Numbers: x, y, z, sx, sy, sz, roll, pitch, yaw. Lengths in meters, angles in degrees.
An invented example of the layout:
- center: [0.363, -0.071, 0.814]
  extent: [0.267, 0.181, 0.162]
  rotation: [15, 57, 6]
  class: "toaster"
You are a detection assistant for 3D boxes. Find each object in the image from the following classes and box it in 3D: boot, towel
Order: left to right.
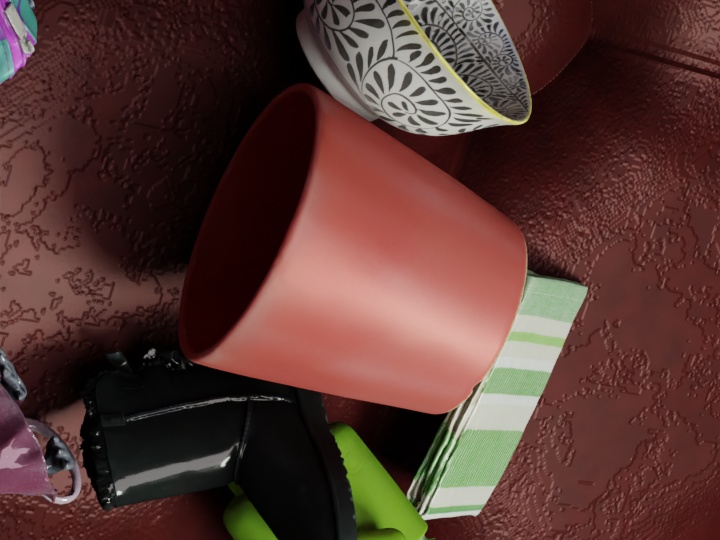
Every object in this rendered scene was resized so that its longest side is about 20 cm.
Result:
- center: [-0.097, 0.132, 1.393]
  extent: [0.162, 0.199, 0.073]
  rotation: [-5, 138, -16]
  class: "boot"
- center: [0.104, 0.095, 1.586]
  extent: [0.200, 0.023, 0.152]
  rotation: [-66, 157, 5]
  class: "towel"

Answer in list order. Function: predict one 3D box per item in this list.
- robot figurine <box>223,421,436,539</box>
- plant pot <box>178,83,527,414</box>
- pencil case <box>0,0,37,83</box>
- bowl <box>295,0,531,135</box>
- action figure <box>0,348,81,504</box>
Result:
- center: [-0.018, 0.190, 1.501]
  extent: [0.116, 0.175, 0.200]
  rotation: [-39, 92, -19]
  class: "robot figurine"
- center: [0.000, 0.000, 1.385]
  extent: [0.177, 0.200, 0.201]
  rotation: [23, 96, -19]
  class: "plant pot"
- center: [-0.240, -0.192, 1.210]
  extent: [0.200, 0.092, 0.085]
  rotation: [84, 28, -56]
  class: "pencil case"
- center: [0.020, -0.159, 1.395]
  extent: [0.094, 0.201, 0.201]
  rotation: [-33, 129, 21]
  class: "bowl"
- center: [-0.299, 0.132, 1.362]
  extent: [0.200, 0.134, 0.149]
  rotation: [-31, 166, -4]
  class: "action figure"
